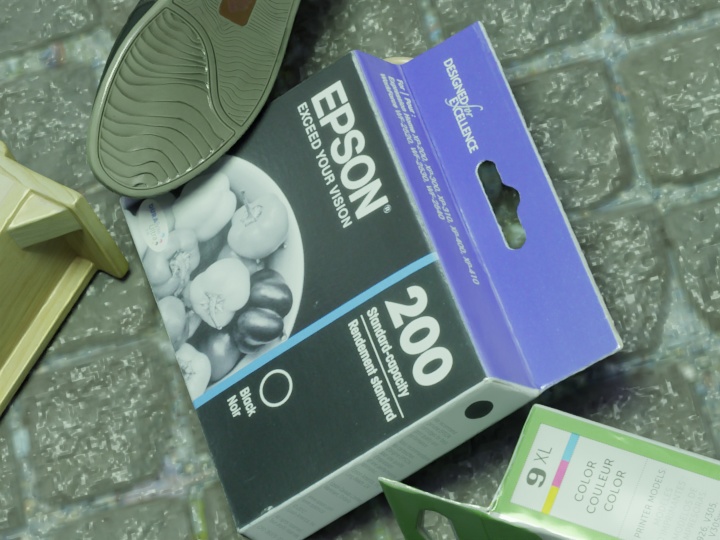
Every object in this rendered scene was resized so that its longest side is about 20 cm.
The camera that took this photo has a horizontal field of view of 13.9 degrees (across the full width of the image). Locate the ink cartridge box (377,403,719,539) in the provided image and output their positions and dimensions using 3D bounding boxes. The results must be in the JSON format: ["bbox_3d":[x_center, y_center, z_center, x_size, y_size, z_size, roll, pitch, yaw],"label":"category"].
[{"bbox_3d":[0.117,0.116,1.316,0.199,0.104,0.060,16,69,18],"label":"ink cartridge box"}]

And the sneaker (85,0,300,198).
[{"bbox_3d":[-0.081,-0.118,1.464,0.075,0.106,0.201,34,74,-14],"label":"sneaker"}]

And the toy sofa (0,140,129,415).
[{"bbox_3d":[-0.210,0.039,1.428,0.097,0.083,0.201,24,73,25],"label":"toy sofa"}]

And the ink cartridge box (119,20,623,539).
[{"bbox_3d":[0.000,0.000,1.391,0.199,0.043,0.199,-31,59,15],"label":"ink cartridge box"}]

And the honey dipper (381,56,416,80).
[{"bbox_3d":[0.012,-0.006,1.430,0.038,0.038,0.201,3,68,12],"label":"honey dipper"}]
